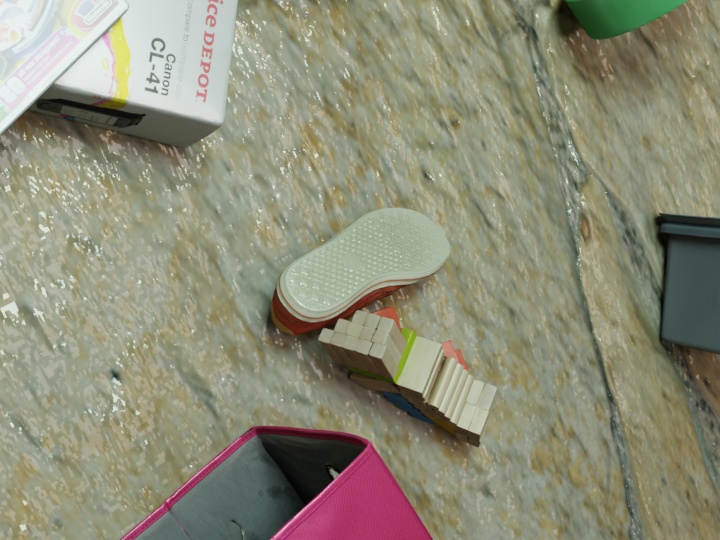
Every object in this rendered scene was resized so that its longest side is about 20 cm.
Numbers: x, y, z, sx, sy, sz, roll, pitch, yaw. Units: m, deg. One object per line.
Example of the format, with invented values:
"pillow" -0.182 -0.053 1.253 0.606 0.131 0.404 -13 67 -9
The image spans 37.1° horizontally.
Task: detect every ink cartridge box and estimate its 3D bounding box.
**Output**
"ink cartridge box" -0.198 -0.188 0.790 0.200 0.086 0.148 10 81 -27

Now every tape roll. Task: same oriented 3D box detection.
"tape roll" 0.289 -0.298 1.014 0.200 0.200 0.048 -46 108 -25

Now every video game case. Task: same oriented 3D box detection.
"video game case" -0.270 -0.198 0.694 0.200 0.018 0.143 45 69 -17

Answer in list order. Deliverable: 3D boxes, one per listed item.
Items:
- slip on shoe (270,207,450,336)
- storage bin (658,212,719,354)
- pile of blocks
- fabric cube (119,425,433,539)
"slip on shoe" 0.000 0.000 0.908 0.200 0.061 0.074 -28 76 -41
"storage bin" 0.395 0.021 1.065 0.145 0.200 0.135 7 94 -30
"pile of blocks" 0.047 0.081 0.917 0.200 0.082 0.062 40 65 -37
"fabric cube" -0.054 0.253 0.775 0.200 0.196 0.200 -40 105 -27
